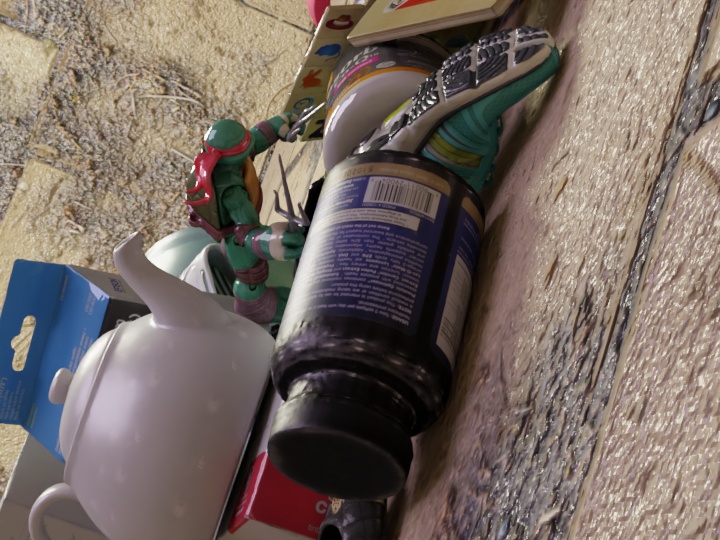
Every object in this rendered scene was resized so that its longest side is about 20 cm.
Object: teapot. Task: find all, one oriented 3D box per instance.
[{"bbox_3d":[-0.153,0.111,1.051,0.198,0.145,0.201,112,176,-63],"label":"teapot"}]

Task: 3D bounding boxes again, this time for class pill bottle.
[{"bbox_3d":[0.029,-0.118,1.123,0.200,0.116,0.117,-91,24,-68],"label":"pill bottle"},{"bbox_3d":[0.008,0.033,0.909,0.112,0.111,0.201,124,165,-55],"label":"pill bottle"}]

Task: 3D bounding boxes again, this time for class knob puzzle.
[{"bbox_3d":[0.101,-0.237,1.080,0.219,0.030,0.220,-34,26,19],"label":"knob puzzle"}]

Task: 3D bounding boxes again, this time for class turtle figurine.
[{"bbox_3d":[-0.080,-0.056,1.085,0.201,0.100,0.151,94,-179,-54],"label":"turtle figurine"}]

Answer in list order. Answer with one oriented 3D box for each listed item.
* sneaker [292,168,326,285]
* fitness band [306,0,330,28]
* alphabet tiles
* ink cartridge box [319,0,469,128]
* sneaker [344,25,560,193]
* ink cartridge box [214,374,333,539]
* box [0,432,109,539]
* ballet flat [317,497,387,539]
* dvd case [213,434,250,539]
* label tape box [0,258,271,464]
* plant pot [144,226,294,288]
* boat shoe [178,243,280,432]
[{"bbox_3d":[-0.033,0.012,1.168,0.083,0.071,0.202,-1,-83,-69],"label":"sneaker"},{"bbox_3d":[0.043,-0.262,1.252,0.200,0.143,0.038,-38,62,22],"label":"fitness band"},{"bbox_3d":[0.022,-0.179,1.246,0.006,0.165,0.200,63,145,27],"label":"alphabet tiles"},{"bbox_3d":[0.041,-0.205,1.266,0.042,0.119,0.200,64,145,25],"label":"ink cartridge box"},{"bbox_3d":[0.062,-0.087,0.985,0.200,0.080,0.078,-40,17,32],"label":"sneaker"},{"bbox_3d":[-0.026,0.102,1.037,0.148,0.085,0.201,127,163,-70],"label":"ink cartridge box"},{"bbox_3d":[-0.215,0.231,1.271,0.098,0.199,0.125,-79,15,-50],"label":"box"},{"bbox_3d":[-0.028,0.209,0.888,0.066,0.056,0.201,135,155,-67],"label":"ballet flat"},{"bbox_3d":[-0.119,0.190,1.207,0.201,0.141,0.018,-86,-11,-48],"label":"dvd case"},{"bbox_3d":[-0.186,0.082,1.152,0.066,0.199,0.144,46,121,60],"label":"label tape box"},{"bbox_3d":[-0.126,0.076,1.365,0.135,0.199,0.201,-84,18,-49],"label":"plant pot"},{"bbox_3d":[-0.090,0.066,1.235,0.073,0.200,0.067,-25,-22,-42],"label":"boat shoe"}]
